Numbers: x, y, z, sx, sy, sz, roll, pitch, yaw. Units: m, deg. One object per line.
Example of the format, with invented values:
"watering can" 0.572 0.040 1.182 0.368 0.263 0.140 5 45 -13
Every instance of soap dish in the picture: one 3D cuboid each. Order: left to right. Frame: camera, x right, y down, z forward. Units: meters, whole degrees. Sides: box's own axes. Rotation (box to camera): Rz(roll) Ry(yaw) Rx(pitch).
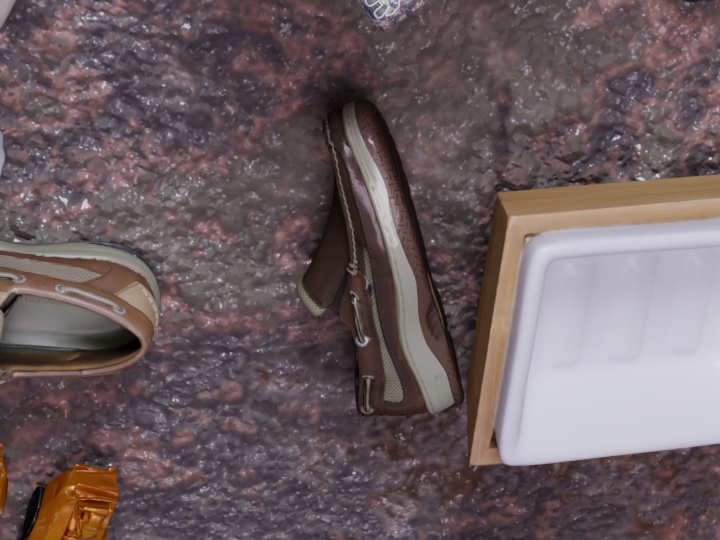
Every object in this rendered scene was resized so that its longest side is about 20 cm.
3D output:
"soap dish" 0.154 0.023 1.194 0.199 0.081 0.158 -5 121 -21

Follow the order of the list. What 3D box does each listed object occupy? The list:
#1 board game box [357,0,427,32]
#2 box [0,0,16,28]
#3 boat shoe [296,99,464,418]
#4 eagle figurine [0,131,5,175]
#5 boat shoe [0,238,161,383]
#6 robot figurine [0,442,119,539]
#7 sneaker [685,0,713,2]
"board game box" 0.050 -0.233 1.000 0.200 0.160 0.097 -35 119 10
"box" -0.166 -0.227 1.012 0.095 0.078 0.201 23 114 -20
"boat shoe" 0.000 0.004 1.179 0.074 0.075 0.203 -14 122 5
"eagle figurine" -0.286 -0.056 1.080 0.199 0.151 0.152 25 72 9
"boat shoe" -0.205 0.023 1.151 0.199 0.074 0.076 -3 120 -9
"robot figurine" -0.221 0.192 1.254 0.144 0.058 0.201 17 115 -17
"sneaker" 0.224 -0.219 1.086 0.095 0.079 0.201 15 116 -20
